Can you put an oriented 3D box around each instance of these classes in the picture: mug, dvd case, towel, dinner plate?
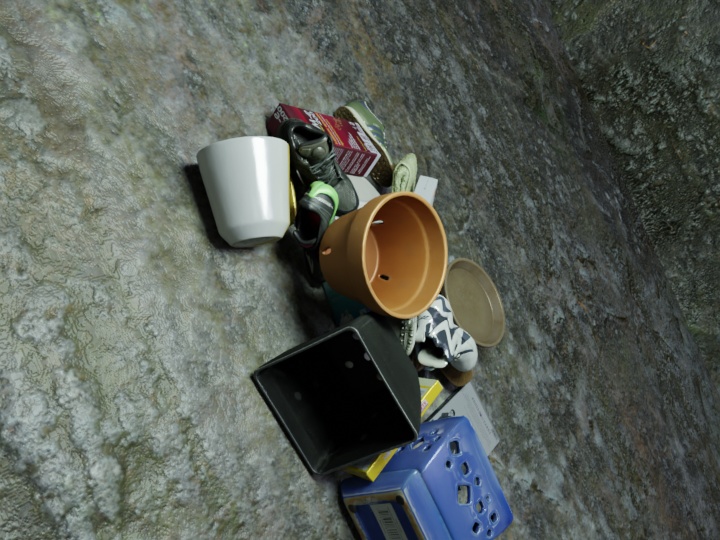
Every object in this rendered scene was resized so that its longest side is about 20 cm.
[{"bbox_3d":[-0.163,-0.122,1.137,0.186,0.149,0.154,-6,82,-32],"label":"mug"},{"bbox_3d":[0.210,0.333,1.436,0.200,0.025,0.151,-28,92,-53],"label":"dvd case"},{"bbox_3d":[0.085,-0.132,1.427,0.148,0.036,0.200,-55,153,-68],"label":"towel"},{"bbox_3d":[-0.030,-0.163,1.344,0.200,0.024,0.200,25,29,-14],"label":"dinner plate"}]

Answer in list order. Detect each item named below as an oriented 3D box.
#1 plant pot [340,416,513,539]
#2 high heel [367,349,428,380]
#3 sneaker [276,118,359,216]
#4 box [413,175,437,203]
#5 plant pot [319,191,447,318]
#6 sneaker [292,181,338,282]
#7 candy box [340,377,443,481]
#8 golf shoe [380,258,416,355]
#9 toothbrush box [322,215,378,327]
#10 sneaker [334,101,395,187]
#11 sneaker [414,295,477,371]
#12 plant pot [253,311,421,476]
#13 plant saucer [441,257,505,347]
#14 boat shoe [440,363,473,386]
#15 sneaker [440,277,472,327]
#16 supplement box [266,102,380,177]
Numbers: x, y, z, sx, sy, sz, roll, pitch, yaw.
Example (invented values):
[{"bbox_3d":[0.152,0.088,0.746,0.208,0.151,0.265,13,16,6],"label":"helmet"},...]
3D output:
[{"bbox_3d":[0.097,0.377,1.141,0.180,0.200,0.200,-27,93,-47],"label":"plant pot"},{"bbox_3d":[0.069,0.164,1.321,0.200,0.071,0.143,38,43,-44],"label":"high heel"},{"bbox_3d":[-0.066,-0.172,1.197,0.200,0.076,0.114,56,-5,-17],"label":"sneaker"},{"bbox_3d":[0.107,-0.064,1.406,0.041,0.200,0.156,16,44,7],"label":"box"},{"bbox_3d":[0.027,-0.024,1.146,0.200,0.140,0.201,1,89,-44],"label":"plant pot"},{"bbox_3d":[-0.084,-0.058,1.203,0.084,0.077,0.200,-43,144,-39],"label":"sneaker"},{"bbox_3d":[0.045,0.256,1.159,0.200,0.102,0.026,-47,111,-27],"label":"candy box"},{"bbox_3d":[0.080,0.063,1.248,0.097,0.078,0.200,24,55,-49],"label":"golf shoe"},{"bbox_3d":[0.000,0.000,1.315,0.146,0.085,0.200,-8,76,-53],"label":"toothbrush box"},{"bbox_3d":[0.032,-0.284,1.521,0.200,0.067,0.090,55,44,-9],"label":"sneaker"},{"bbox_3d":[0.154,0.156,1.320,0.199,0.079,0.130,63,37,-37],"label":"sneaker"},{"bbox_3d":[-0.013,0.174,1.127,0.200,0.200,0.177,59,27,-8],"label":"plant pot"},{"bbox_3d":[0.236,0.070,1.481,0.200,0.029,0.200,24,53,-37],"label":"plant saucer"},{"bbox_3d":[0.158,0.151,1.449,0.200,0.071,0.065,57,3,-11],"label":"boat shoe"},{"bbox_3d":[0.209,0.070,1.531,0.199,0.079,0.130,46,49,-9],"label":"sneaker"},{"bbox_3d":[-0.069,-0.249,1.343,0.200,0.061,0.109,3,44,-43],"label":"supplement box"}]
